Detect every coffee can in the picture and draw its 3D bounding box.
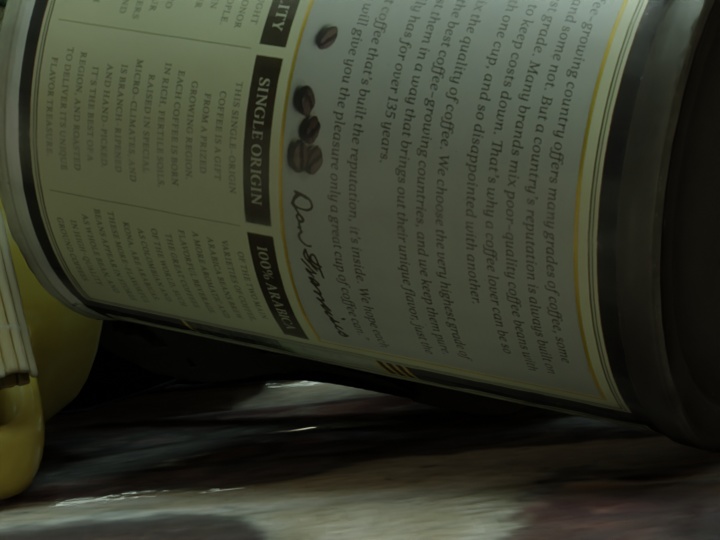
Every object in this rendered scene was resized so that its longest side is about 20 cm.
[{"bbox_3d":[0.021,-0.041,0.748,0.200,0.146,0.146,11,11,28],"label":"coffee can"}]

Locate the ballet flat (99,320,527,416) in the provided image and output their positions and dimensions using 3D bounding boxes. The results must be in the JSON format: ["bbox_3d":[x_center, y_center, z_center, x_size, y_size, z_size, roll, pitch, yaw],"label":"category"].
[{"bbox_3d":[-0.019,0.004,0.872,0.200,0.067,0.046,10,25,27],"label":"ballet flat"}]

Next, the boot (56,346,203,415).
[{"bbox_3d":[-0.129,0.015,0.956,0.200,0.075,0.097,-4,1,-3],"label":"boot"}]

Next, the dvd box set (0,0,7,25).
[{"bbox_3d":[-0.160,-0.053,0.897,0.200,0.146,0.029,-16,35,-1],"label":"dvd box set"}]

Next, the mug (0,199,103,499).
[{"bbox_3d":[-0.159,0.014,0.823,0.153,0.187,0.149,2,-32,-23],"label":"mug"}]

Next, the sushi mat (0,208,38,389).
[{"bbox_3d":[-0.153,-0.056,0.751,0.096,0.200,0.012,-3,-22,-30],"label":"sushi mat"}]
